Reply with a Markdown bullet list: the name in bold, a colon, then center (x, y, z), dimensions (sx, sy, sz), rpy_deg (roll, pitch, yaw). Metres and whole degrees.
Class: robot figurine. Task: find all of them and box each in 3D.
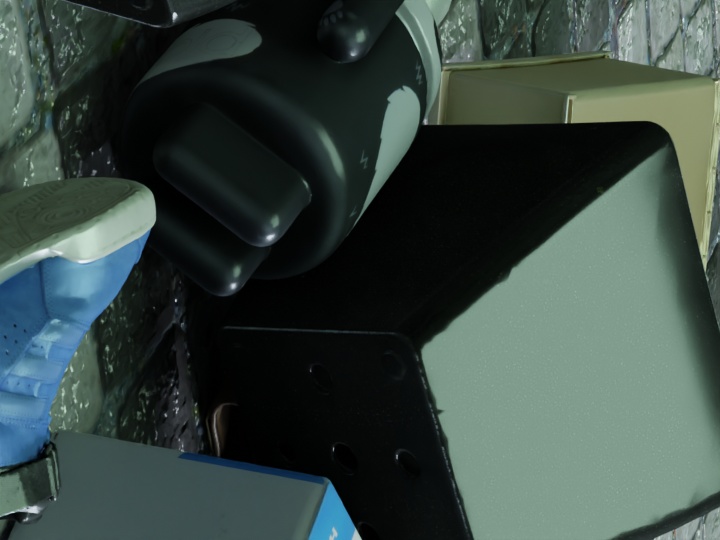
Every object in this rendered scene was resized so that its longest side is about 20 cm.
- **robot figurine**: center (-0.036, -0.075, 1.219), dimensions (0.200, 0.149, 0.125), rpy_deg (-55, 133, -47)

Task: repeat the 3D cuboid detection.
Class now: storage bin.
- **storage bin**: center (0.126, -0.024, 1.524), dimensions (0.199, 0.093, 0.200), rpy_deg (-11, 109, -55)

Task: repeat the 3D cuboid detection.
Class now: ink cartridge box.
- **ink cartridge box**: center (-0.065, 0.170, 1.205), dimensions (0.200, 0.145, 0.085), rpy_deg (66, 38, -51)

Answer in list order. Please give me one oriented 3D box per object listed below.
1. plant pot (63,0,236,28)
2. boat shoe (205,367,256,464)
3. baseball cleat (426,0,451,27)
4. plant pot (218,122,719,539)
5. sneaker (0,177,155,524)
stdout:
- **plant pot**: center (-0.091, -0.212, 0.988), dimensions (0.178, 0.199, 0.200), rpy_deg (-50, 143, -31)
- **boat shoe**: center (-0.042, 0.137, 1.351), dimensions (0.075, 0.074, 0.204), rpy_deg (-49, 128, -53)
- **baseball cleat**: center (0.015, -0.155, 1.390), dimensions (0.200, 0.069, 0.107), rpy_deg (-70, -178, -65)
- **plant pot**: center (0.050, 0.054, 1.258), dimensions (0.177, 0.199, 0.201), rpy_deg (-33, 115, -41)
- **sneaker**: center (-0.148, 0.043, 1.051), dimensions (0.200, 0.076, 0.112), rpy_deg (-42, 129, -51)
